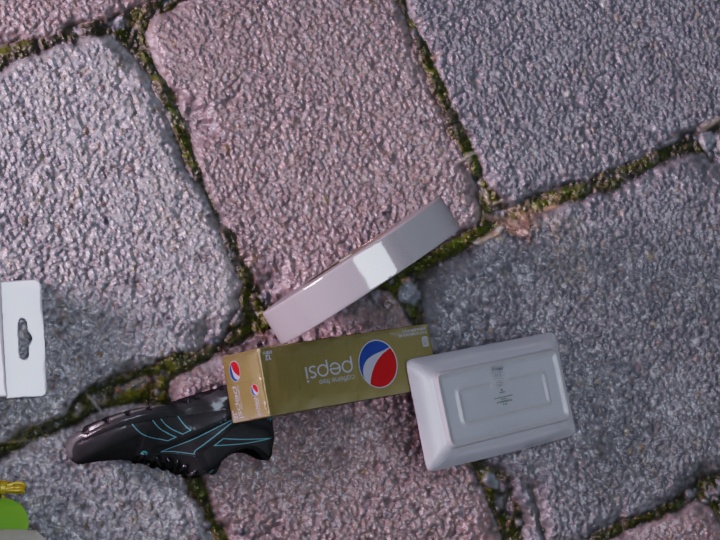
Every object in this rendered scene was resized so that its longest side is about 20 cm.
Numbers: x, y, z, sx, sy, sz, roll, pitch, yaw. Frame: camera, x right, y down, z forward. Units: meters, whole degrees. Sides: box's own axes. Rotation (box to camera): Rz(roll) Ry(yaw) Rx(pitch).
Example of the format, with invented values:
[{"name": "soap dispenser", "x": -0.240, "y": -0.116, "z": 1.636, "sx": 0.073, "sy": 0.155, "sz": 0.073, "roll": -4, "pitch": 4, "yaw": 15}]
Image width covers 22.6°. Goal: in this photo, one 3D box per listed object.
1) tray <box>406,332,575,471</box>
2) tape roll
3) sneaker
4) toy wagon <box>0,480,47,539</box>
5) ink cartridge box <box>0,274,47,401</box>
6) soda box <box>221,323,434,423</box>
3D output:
[{"name": "tray", "x": 0.134, "y": 0.124, "z": 1.747, "sx": 0.199, "sy": 0.022, "sz": 0.108, "roll": -9, "pitch": 84, "yaw": -39}, {"name": "tape roll", "x": 0.000, "y": 0.000, "z": 1.674, "sx": 0.202, "sy": 0.203, "sz": 0.037, "roll": -33, "pitch": 92, "yaw": -17}, {"name": "sneaker", "x": -0.172, "y": 0.158, "z": 1.671, "sx": 0.199, "sy": 0.075, "sz": 0.080, "roll": -13, "pitch": 88, "yaw": -16}, {"name": "toy wagon", "x": -0.320, "y": 0.287, "z": 1.617, "sx": 0.154, "sy": 0.040, "sz": 0.201, "roll": 3, "pitch": 62, "yaw": -15}, {"name": "ink cartridge box", "x": -0.383, "y": 0.063, "z": 1.630, "sx": 0.198, "sy": 0.067, "sz": 0.117, "roll": -3, "pitch": 83, "yaw": -15}, {"name": "soda box", "x": -0.027, "y": 0.096, "z": 1.689, "sx": 0.199, "sy": 0.068, "sz": 0.065, "roll": -8, "pitch": 85, "yaw": -37}]
